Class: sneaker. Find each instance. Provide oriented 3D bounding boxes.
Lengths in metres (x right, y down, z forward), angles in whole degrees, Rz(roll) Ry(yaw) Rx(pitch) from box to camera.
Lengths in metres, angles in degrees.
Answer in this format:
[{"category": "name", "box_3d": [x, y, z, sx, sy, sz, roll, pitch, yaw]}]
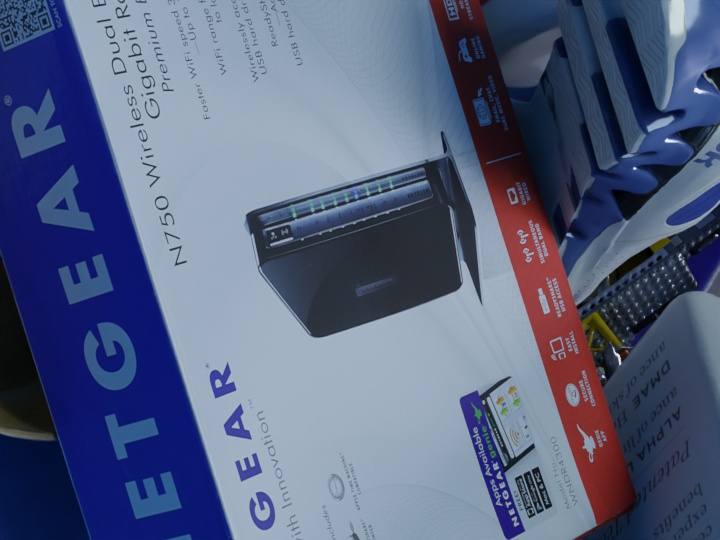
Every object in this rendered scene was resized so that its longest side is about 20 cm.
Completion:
[{"category": "sneaker", "box_3d": [0.108, -0.045, 0.744, 0.114, 0.200, 0.081, -6, 71, -16]}]

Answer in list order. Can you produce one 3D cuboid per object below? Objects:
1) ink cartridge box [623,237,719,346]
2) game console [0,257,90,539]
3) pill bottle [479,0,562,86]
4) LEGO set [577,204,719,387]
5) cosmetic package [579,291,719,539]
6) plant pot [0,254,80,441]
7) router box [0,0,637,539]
[{"category": "ink cartridge box", "box_3d": [0.158, -0.038, 0.940, 0.199, 0.043, 0.199, 0, 123, -56]}, {"category": "game console", "box_3d": [-0.109, 0.075, 0.625, 0.177, 0.031, 0.201, -19, 96, -56]}, {"category": "pill bottle", "box_3d": [0.074, -0.170, 0.816, 0.110, 0.110, 0.201, 6, 71, -55]}, {"category": "LEGO set", "box_3d": [0.153, 0.030, 0.853, 0.116, 0.199, 0.154, 56, -6, 48]}, {"category": "cosmetic package", "box_3d": [0.136, 0.149, 0.746, 0.164, 0.165, 0.201, 20, 35, -22]}, {"category": "plant pot", "box_3d": [-0.108, -0.051, 0.632, 0.200, 0.027, 0.201, 38, 44, -48]}, {"category": "router box", "box_3d": [-0.015, -0.002, 0.665, 0.179, 0.049, 0.201, -19, 92, -53]}]
